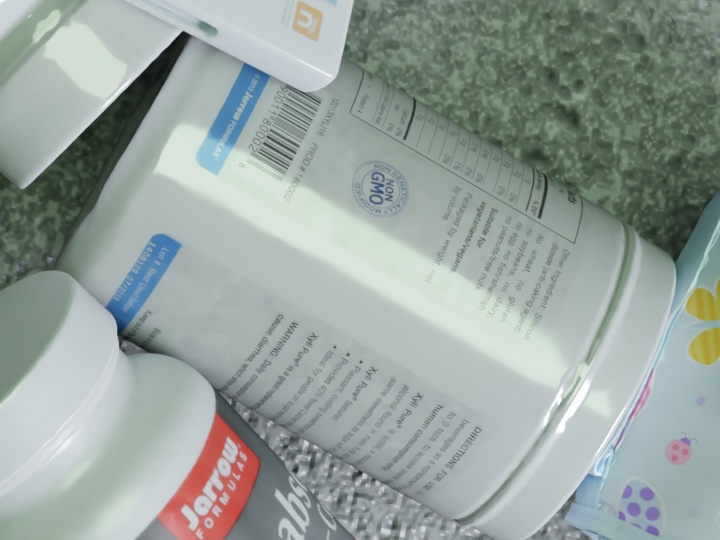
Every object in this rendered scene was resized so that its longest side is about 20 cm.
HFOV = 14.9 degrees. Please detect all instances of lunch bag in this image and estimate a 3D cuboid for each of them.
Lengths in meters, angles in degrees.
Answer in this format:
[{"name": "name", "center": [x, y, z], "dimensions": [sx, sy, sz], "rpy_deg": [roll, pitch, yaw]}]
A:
[{"name": "lunch bag", "center": [0.191, 0.066, 1.044], "dimensions": [0.200, 0.127, 0.170], "rpy_deg": [31, 81, -20]}]

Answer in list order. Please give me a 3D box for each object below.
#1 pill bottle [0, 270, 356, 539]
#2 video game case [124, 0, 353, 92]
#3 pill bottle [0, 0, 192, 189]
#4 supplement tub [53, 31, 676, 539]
[{"name": "pill bottle", "center": [-0.074, 0.103, 0.985], "dimensions": [0.116, 0.116, 0.200], "rpy_deg": [-45, 113, -9]}, {"name": "video game case", "center": [-0.065, -0.186, 0.950], "dimensions": [0.182, 0.023, 0.200], "rpy_deg": [25, 64, -30]}, {"name": "pill bottle", "center": [-0.157, -0.130, 0.959], "dimensions": [0.200, 0.110, 0.110], "rpy_deg": [45, 81, -7]}, {"name": "supplement tub", "center": [0.000, 0.000, 1.020], "dimensions": [0.200, 0.132, 0.132], "rpy_deg": [31, 82, -8]}]
